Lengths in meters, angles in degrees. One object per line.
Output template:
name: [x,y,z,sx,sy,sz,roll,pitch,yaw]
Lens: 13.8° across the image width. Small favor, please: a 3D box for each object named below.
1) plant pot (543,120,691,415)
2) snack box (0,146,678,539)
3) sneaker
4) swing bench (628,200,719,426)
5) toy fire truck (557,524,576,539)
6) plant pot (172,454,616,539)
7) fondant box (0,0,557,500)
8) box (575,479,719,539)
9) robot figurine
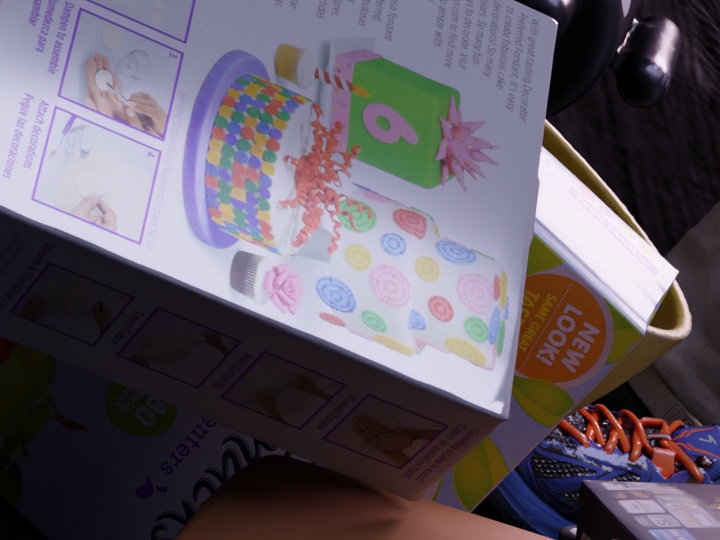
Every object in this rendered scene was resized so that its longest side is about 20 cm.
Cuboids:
plant pot: [0.000,0.000,1.082,0.200,0.142,0.200,41,14,-13]
snack box: [-0.026,0.020,0.965,0.169,0.200,0.068,43,26,-1]
sneaker: [0.122,0.085,1.219,0.200,0.078,0.075,33,26,-21]
swing bench: [0.254,0.016,1.376,0.200,0.199,0.130,13,39,-46]
toy fire truck: [0.139,0.132,1.119,0.141,0.049,0.200,10,12,26]
plant pot: [-0.001,0.144,0.844,0.140,0.201,0.200,31,23,12]
fondant box: [-0.050,-0.041,0.816,0.199,0.058,0.145,22,51,-16]
box: [0.170,0.117,0.975,0.161,0.049,0.200,1,11,-10]
robot figurine: [0.075,-0.142,1.456,0.200,0.124,0.151,-58,130,-64]
